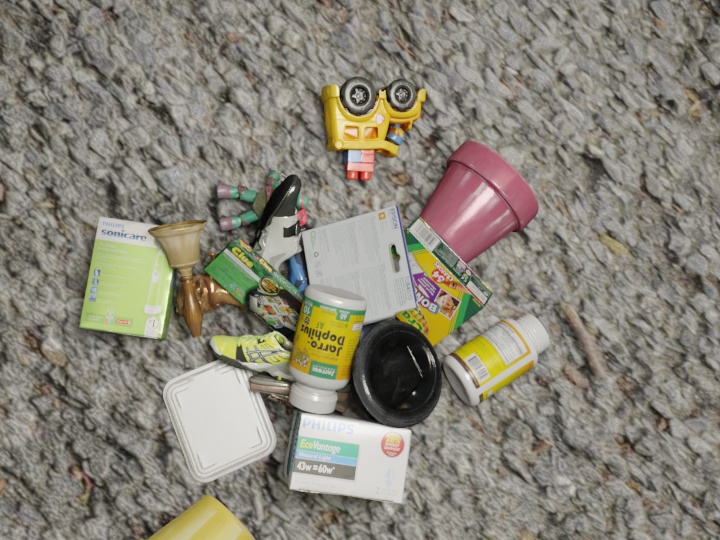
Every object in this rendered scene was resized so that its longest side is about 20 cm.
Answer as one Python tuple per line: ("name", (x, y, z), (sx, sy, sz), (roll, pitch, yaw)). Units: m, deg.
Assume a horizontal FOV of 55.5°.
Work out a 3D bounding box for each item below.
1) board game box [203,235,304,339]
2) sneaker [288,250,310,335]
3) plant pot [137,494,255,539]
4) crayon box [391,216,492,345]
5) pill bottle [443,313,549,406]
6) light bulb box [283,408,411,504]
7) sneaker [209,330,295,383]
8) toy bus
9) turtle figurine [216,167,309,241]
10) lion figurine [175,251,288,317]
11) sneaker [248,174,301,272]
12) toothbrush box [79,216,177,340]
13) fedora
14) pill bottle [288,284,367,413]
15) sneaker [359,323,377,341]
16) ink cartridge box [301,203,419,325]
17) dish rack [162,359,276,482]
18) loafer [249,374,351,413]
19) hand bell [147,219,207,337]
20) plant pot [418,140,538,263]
("board game box", (-0.178, 0.035, 1.231), (0.200, 0.104, 0.024), (44, 38, -16))
("sneaker", (-0.121, 0.057, 1.298), (0.077, 0.066, 0.203), (-11, 94, 12))
("plant pot", (-0.283, 0.499, 1.164), (0.201, 0.201, 0.189), (45, 62, -1))
("crayon box", (0.120, 0.028, 1.297), (0.200, 0.173, 0.058), (45, 42, 0))
("pill bottle", (0.266, 0.168, 1.332), (0.198, 0.109, 0.110), (-30, 88, -12))
("light bulb box", (-0.030, 0.323, 1.215), (0.195, 0.200, 0.127), (10, 80, -7))
("sneaker", (-0.180, 0.144, 1.262), (0.197, 0.075, 0.078), (13, 105, 1))
("toy bus", (0.025, -0.275, 1.352), (0.197, 0.136, 0.195), (-2, 95, -12))
("turtle figurine", (-0.171, -0.127, 1.311), (0.197, 0.101, 0.152), (-3, 83, -4))
("lion figurine", (-0.240, 0.039, 1.284), (0.197, 0.072, 0.124), (8, 78, -7))
("sneaker", (-0.138, -0.076, 1.241), (0.088, 0.074, 0.202), (20, 111, -21))
("toothbrush box", (-0.414, 0.017, 1.252), (0.143, 0.086, 0.203), (8, 82, -9))
("fedora", (0.049, 0.187, 1.203), (0.199, 0.091, 0.203), (18, 59, -32))
("pill bottle", (-0.062, 0.135, 1.176), (0.111, 0.113, 0.203), (13, 96, -7))
("sneaker", (-0.003, 0.181, 1.290), (0.144, 0.081, 0.203), (-4, 77, -21))
("ink cartridge box", (0.000, 0.000, 1.255), (0.197, 0.041, 0.203), (-14, 74, 16))
("dish rack", (-0.260, 0.272, 1.264), (0.170, 0.044, 0.202), (-21, 85, -11))
("loafer", (-0.111, 0.233, 1.281), (0.197, 0.072, 0.064), (6, 93, -15))
("hand bell", (-0.304, 0.019, 1.209), (0.103, 0.104, 0.203), (-10, 102, -11))
("plant pot", (0.212, -0.116, 1.324), (0.200, 0.200, 0.179), (44, 86, -1))
